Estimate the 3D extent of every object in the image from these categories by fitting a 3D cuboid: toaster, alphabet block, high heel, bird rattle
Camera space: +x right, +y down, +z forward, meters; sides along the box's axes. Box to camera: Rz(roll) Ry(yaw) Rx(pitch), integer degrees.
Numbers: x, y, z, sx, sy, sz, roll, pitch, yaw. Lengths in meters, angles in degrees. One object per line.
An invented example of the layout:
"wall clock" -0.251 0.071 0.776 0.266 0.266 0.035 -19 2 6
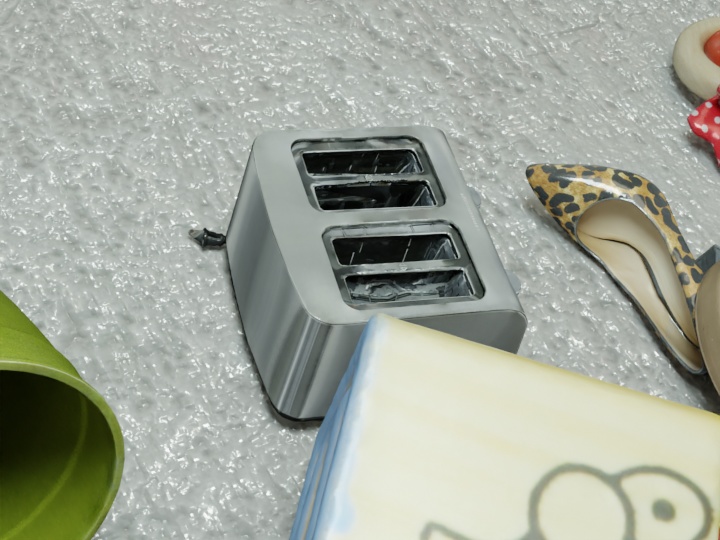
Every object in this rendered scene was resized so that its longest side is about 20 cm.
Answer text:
"toaster" 0.000 0.000 0.898 0.198 0.119 0.182 -4 50 -21
"alphabet block" 0.062 0.167 0.695 0.198 0.197 0.197 17 63 -3
"high heel" 0.209 -0.006 1.001 0.199 0.072 0.143 28 40 -5
"bird rattle" 0.367 -0.179 1.208 0.199 0.113 0.163 -30 52 -22

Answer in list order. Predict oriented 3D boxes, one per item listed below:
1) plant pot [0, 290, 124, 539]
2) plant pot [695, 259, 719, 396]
"plant pot" -0.262 0.069 0.718 0.199 0.202 0.193 -15 44 -29
"plant pot" 0.352 0.055 0.947 0.199 0.093 0.203 18 53 -25
